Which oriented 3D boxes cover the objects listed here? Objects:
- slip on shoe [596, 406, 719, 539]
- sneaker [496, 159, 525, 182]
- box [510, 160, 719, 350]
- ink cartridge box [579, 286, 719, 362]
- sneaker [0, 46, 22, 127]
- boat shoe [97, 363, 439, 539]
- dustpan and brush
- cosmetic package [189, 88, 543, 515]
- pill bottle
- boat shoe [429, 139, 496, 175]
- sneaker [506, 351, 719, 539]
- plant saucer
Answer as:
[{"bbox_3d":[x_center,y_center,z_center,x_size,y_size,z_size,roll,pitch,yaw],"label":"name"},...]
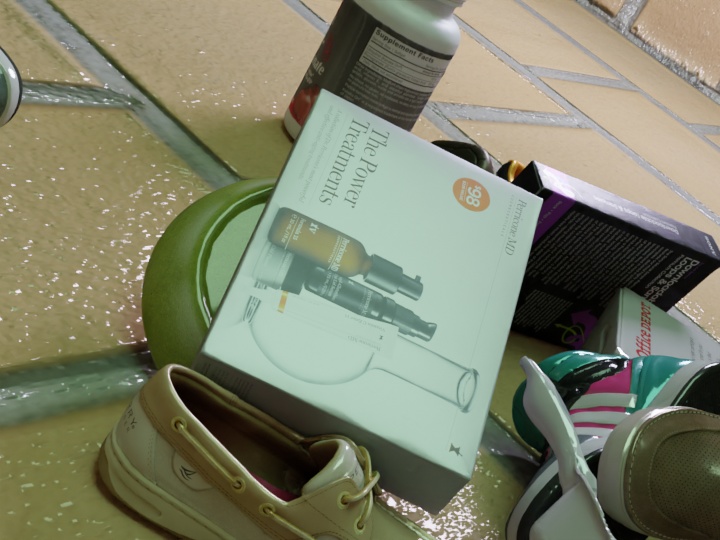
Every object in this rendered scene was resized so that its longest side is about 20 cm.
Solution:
[{"bbox_3d":[0.217,0.125,0.705,0.198,0.077,0.060,20,-12,-37],"label":"slip on shoe"},{"bbox_3d":[0.182,-0.030,1.090,0.199,0.078,0.078,32,14,28],"label":"sneaker"},{"bbox_3d":[0.168,-0.001,0.964,0.198,0.143,0.036,19,42,-30],"label":"box"},{"bbox_3d":[0.253,0.117,0.909,0.199,0.085,0.146,32,23,2],"label":"ink cartridge box"},{"bbox_3d":[-0.302,-0.131,0.697,0.198,0.084,0.121,24,17,1],"label":"sneaker"},{"bbox_3d":[-0.025,0.111,0.584,0.198,0.070,0.074,28,23,-11],"label":"boat shoe"},{"bbox_3d":[0.116,0.134,0.621,0.201,0.057,0.140,58,-1,31],"label":"dustpan and brush"},{"bbox_3d":[0.008,0.011,0.671,0.149,0.052,0.202,26,51,-7],"label":"cosmetic package"},{"bbox_3d":[0.021,-0.192,1.089,0.110,0.201,0.111,26,22,-11],"label":"pill bottle"},{"bbox_3d":[0.033,-0.067,0.993,0.199,0.072,0.076,21,-25,44],"label":"boat shoe"},{"bbox_3d":[0.132,0.111,0.763,0.199,0.085,0.120,-29,20,-34],"label":"sneaker"},{"bbox_3d":[-0.025,0.021,0.701,0.197,0.031,0.202,11,54,-16],"label":"plant saucer"}]
